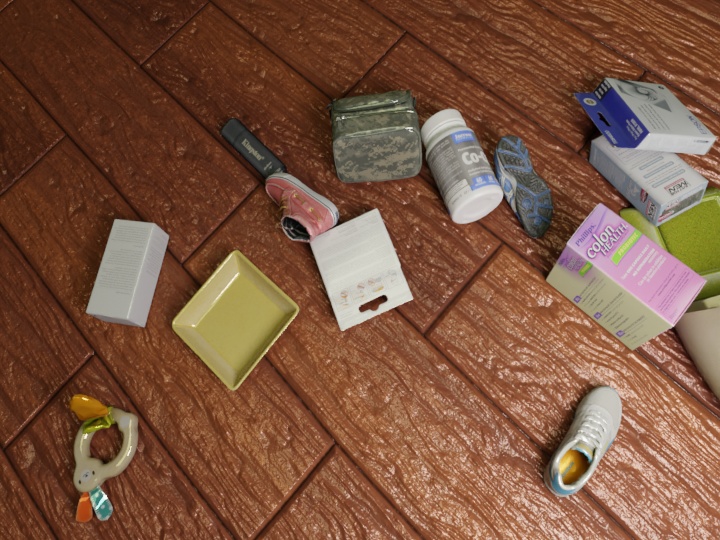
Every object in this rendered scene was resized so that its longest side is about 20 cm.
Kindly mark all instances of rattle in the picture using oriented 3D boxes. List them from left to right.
[{"bbox_3d":[-0.491,0.347,0.950,0.126,0.143,0.206,19,67,-5],"label":"rattle"}]

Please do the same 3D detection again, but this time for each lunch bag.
[{"bbox_3d":[0.028,-0.294,1.098,0.191,0.141,0.173,-6,54,5],"label":"lunch bag"}]

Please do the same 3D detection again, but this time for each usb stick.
[{"bbox_3d":[-0.240,-0.269,1.179,0.055,0.033,0.200,-42,71,-8],"label":"usb stick"}]

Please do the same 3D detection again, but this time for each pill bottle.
[{"bbox_3d":[0.196,-0.210,1.050,0.110,0.114,0.206,-20,70,0],"label":"pill bottle"}]

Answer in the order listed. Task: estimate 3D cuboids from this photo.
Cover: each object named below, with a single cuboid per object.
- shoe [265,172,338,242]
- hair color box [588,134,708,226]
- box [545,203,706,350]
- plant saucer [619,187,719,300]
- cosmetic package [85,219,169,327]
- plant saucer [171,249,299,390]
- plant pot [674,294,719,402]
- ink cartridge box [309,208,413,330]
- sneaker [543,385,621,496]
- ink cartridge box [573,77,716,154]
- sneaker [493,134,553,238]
[{"bbox_3d":[-0.143,-0.130,1.071,0.196,0.073,0.091,31,49,25],"label":"shoe"},{"bbox_3d":[0.535,-0.189,0.992,0.096,0.061,0.203,-26,51,0],"label":"hair color box"},{"bbox_3d":[0.441,0.016,0.902,0.199,0.177,0.097,42,80,20],"label":"box"},{"bbox_3d":[0.614,-0.054,0.969,0.192,0.048,0.208,-13,70,4],"label":"plant saucer"},{"bbox_3d":[-0.483,0.005,1.099,0.097,0.072,0.208,6,72,10],"label":"cosmetic package"},{"bbox_3d":[-0.243,0.098,1.044,0.198,0.049,0.201,38,80,19],"label":"plant saucer"},{"bbox_3d":[0.627,0.143,0.843,0.180,0.187,0.208,-16,82,2],"label":"plant pot"},{"bbox_3d":[0.000,0.000,1.045,0.156,0.050,0.206,-22,72,0],"label":"ink cartridge box"},{"bbox_3d":[0.379,0.282,0.870,0.075,0.081,0.203,30,76,19],"label":"sneaker"},{"bbox_3d":[0.536,-0.300,1.004,0.191,0.041,0.204,0,47,-10],"label":"ink cartridge box"},{"bbox_3d":[0.321,-0.164,1.041,0.073,0.077,0.207,-18,86,-3],"label":"sneaker"}]
